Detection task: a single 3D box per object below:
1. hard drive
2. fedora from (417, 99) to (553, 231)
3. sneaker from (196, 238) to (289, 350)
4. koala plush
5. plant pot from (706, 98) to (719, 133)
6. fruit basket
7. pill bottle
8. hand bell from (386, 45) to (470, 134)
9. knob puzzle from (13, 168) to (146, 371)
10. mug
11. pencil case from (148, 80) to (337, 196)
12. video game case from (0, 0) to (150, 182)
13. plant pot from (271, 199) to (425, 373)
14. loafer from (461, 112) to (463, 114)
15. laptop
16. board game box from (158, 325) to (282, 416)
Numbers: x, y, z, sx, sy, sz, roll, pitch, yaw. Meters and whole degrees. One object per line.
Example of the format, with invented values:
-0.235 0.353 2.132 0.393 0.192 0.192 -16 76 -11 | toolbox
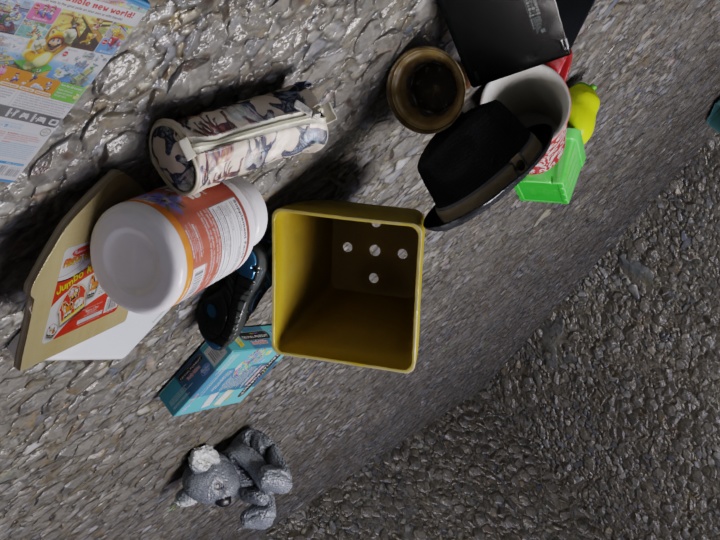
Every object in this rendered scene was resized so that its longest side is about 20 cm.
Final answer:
-0.306 0.055 1.179 0.132 0.027 0.200 -45 163 12 | hard drive
0.137 -0.141 1.223 0.199 0.092 0.201 -36 -167 10 | fedora
-0.160 0.035 1.368 0.081 0.073 0.201 -23 157 -48 | sneaker
-0.268 0.409 1.978 0.197 0.185 0.179 -2 135 -31 | koala plush
1.085 -0.462 2.743 0.200 0.141 0.141 -46 164 -4 | plant pot
0.333 -0.232 1.732 0.215 0.153 0.220 5 90 -74 | fruit basket
-0.180 -0.037 1.037 0.112 0.112 0.200 -49 174 28 | pill bottle
0.116 -0.242 1.293 0.104 0.104 0.200 -49 173 26 | hand bell
-0.278 -0.015 1.014 0.221 0.030 0.221 -55 163 -25 | knob puzzle
0.279 -0.236 1.538 0.176 0.135 0.200 -33 165 6 | mug
-0.120 -0.136 1.013 0.199 0.079 0.089 -25 178 -41 | pencil case
-0.266 -0.151 0.767 0.200 0.018 0.143 -46 162 17 | video game case
0.000 0.000 1.357 0.177 0.196 0.204 -50 145 -66 | plant pot
0.165 -0.183 1.528 0.071 0.073 0.200 -45 163 9 | loafer
0.191 -0.347 1.166 0.197 0.117 0.188 -17 141 14 | laptop
-0.212 0.157 1.602 0.151 0.047 0.199 -46 163 17 | board game box
